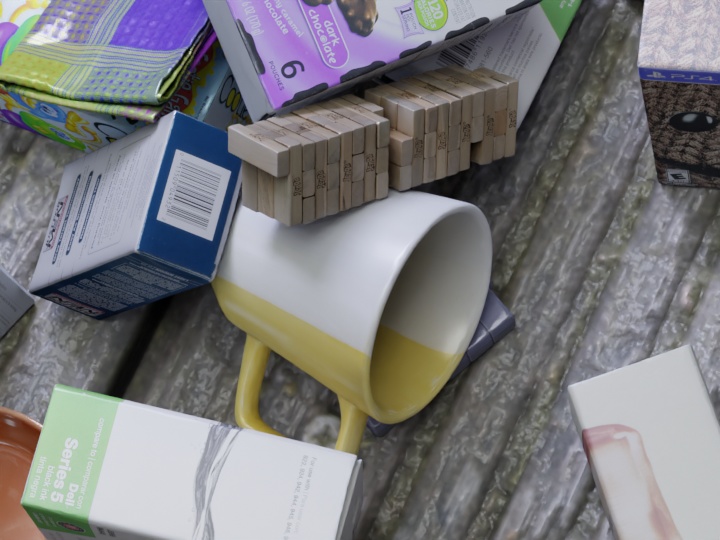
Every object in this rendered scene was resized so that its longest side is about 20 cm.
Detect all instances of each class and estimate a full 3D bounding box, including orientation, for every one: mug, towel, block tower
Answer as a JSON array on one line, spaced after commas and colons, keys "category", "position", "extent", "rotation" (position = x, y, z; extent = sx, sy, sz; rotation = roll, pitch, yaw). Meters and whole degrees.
[{"category": "mug", "position": [-0.025, 0.017, 1.504], "extent": [0.153, 0.150, 0.187], "rotation": [23, 70, 26]}, {"category": "towel", "position": [-0.147, -0.186, 1.559], "extent": [0.143, 0.023, 0.200], "rotation": [12, 56, 29]}, {"category": "block tower", "position": [0.010, -0.081, 1.471], "extent": [0.199, 0.058, 0.054], "rotation": [-17, 29, -36]}]

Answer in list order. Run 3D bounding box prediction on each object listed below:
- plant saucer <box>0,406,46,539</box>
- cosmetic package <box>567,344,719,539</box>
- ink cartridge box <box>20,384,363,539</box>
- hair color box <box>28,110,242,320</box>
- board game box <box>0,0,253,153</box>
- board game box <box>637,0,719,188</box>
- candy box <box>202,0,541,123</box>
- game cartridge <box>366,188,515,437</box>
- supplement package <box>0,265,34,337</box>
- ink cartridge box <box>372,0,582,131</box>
[{"category": "plant saucer", "position": [-0.272, 0.191, 1.582], "extent": [0.199, 0.032, 0.201], "rotation": [-4, 70, 11]}, {"category": "cosmetic package", "position": [0.203, 0.163, 1.458], "extent": [0.087, 0.103, 0.201], "rotation": [-18, 67, 4]}, {"category": "ink cartridge box", "position": [-0.104, 0.150, 1.483], "extent": [0.199, 0.146, 0.084], "rotation": [13, 73, 5]}, {"category": "hair color box", "position": [-0.151, -0.034, 1.552], "extent": [0.060, 0.200, 0.101], "rotation": [22, 73, -24]}, {"category": "board game box", "position": [-0.174, -0.140, 1.639], "extent": [0.199, 0.105, 0.103], "rotation": [20, 76, 18]}, {"category": "board game box", "position": [0.269, -0.130, 1.494], "extent": [0.159, 0.200, 0.097], "rotation": [4, 72, 13]}, {"category": "candy box", "position": [-0.006, -0.210, 1.492], "extent": [0.199, 0.072, 0.168], "rotation": [-23, 90, -13]}, {"category": "game cartridge", "position": [0.000, 0.000, 1.594], "extent": [0.130, 0.038, 0.200], "rotation": [-41, 68, 0]}, {"category": "supplement package", "position": [-0.339, -0.018, 1.578], "extent": [0.156, 0.200, 0.111], "rotation": [41, 83, 21]}, {"category": "ink cartridge box", "position": [0.044, -0.199, 1.582], "extent": [0.199, 0.084, 0.147], "rotation": [29, 79, -8]}]
